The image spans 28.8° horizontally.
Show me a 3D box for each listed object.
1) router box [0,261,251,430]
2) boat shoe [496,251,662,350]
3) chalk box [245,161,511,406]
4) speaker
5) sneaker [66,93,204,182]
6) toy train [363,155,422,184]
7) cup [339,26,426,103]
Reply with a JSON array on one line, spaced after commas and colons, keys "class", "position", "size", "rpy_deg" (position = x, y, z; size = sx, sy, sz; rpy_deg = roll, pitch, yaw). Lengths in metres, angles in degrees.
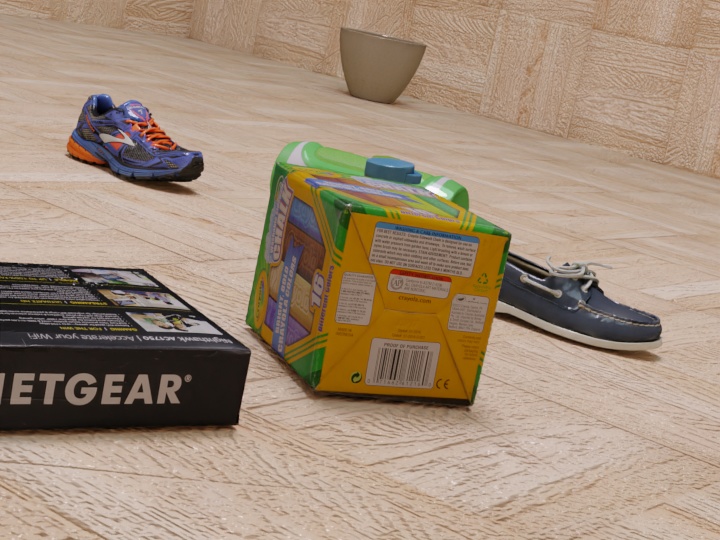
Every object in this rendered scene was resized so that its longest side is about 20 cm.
[{"class": "router box", "position": [-0.183, 0.039, 0.791], "size": [0.198, 0.052, 0.149], "rpy_deg": [3, 16, -36]}, {"class": "boat shoe", "position": [0.172, 0.018, 1.224], "size": [0.198, 0.063, 0.075], "rpy_deg": [19, 12, 28]}, {"class": "chalk box", "position": [0.000, 0.000, 0.982], "size": [0.123, 0.125, 0.200], "rpy_deg": [7, 13, -23]}, {"class": "speaker", "position": [0.008, -0.075, 1.452], "size": [0.198, 0.089, 0.088], "rpy_deg": [17, 12, 22]}, {"class": "sneaker", "position": [-0.249, -0.146, 1.543], "size": [0.199, 0.079, 0.075], "rpy_deg": [19, 14, 33]}, {"class": "toy train", "position": [0.018, -0.051, 1.266], "size": [0.084, 0.117, 0.200], "rpy_deg": [12, 12, -1]}, {"class": "cup", "position": [0.039, -0.457, 3.162], "size": [0.198, 0.145, 0.200], "rpy_deg": [11, 11, -2]}]
